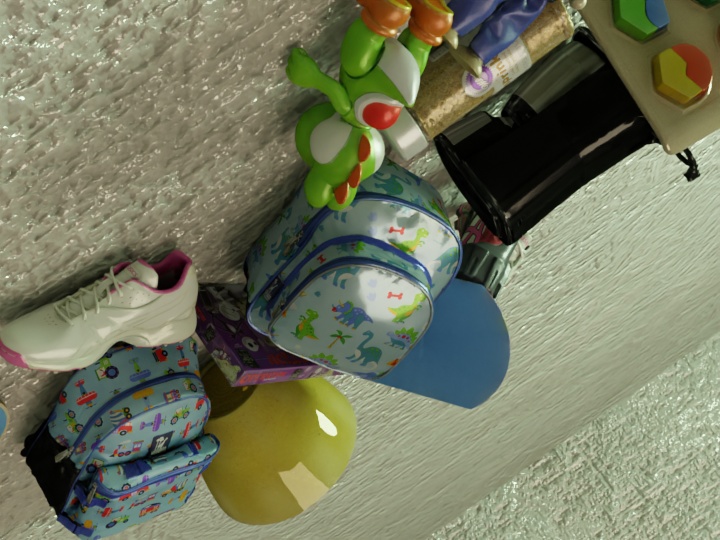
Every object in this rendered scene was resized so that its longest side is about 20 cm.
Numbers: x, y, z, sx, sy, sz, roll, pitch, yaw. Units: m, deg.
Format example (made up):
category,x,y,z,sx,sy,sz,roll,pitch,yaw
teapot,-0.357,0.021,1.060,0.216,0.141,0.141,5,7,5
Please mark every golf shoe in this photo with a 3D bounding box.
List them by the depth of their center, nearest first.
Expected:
category,x,y,z,sx,sy,sz,roll,pitch,yaw
golf shoe,-0.233,0.031,0.974,0.199,0.075,0.092,-16,135,-43
golf shoe,0.150,-0.021,1.247,0.092,0.201,0.073,-19,128,32

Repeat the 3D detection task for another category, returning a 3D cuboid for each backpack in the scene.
category,x,y,z,sx,sy,sz,roll,pitch,yaw
backpack,0.000,0.000,1.067,0.182,0.147,0.200,24,118,-26
backpack,-0.235,0.164,1.126,0.182,0.135,0.200,-11,145,-44

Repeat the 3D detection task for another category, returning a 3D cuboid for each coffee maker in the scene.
category,x,y,z,sx,sy,sz,roll,pitch,yaw
coffee maker,0.203,-0.122,1.107,0.200,0.192,0.135,-38,138,-1

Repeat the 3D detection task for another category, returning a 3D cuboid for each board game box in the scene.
category,x,y,z,sx,sy,sz,roll,pitch,yaw
board game box,-0.094,0.065,1.147,0.032,0.120,0.200,-45,156,25
board game box,0.075,0.063,1.196,0.039,0.199,0.159,-49,148,-56

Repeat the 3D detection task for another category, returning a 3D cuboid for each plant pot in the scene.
category,x,y,z,sx,sy,sz,roll,pitch,yaw
plant pot,-0.123,0.173,1.262,0.200,0.200,0.142,-35,129,-2

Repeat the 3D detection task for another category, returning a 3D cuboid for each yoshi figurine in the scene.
category,x,y,z,sx,sy,sz,roll,pitch,yaw
yoshi figurine,-0.006,-0.152,0.917,0.201,0.112,0.112,-64,176,26

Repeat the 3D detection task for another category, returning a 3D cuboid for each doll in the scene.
category,x,y,z,sx,sy,sz,roll,pitch,yaw
doll,0.146,-0.264,0.921,0.200,0.048,0.136,-45,128,5

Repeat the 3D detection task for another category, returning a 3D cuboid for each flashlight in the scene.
category,x,y,z,sx,sy,sz,roll,pitch,yaw
flashlight,0.156,-0.061,1.205,0.200,0.067,0.068,-58,143,-27

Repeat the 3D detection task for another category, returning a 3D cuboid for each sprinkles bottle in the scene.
category,x,y,z,sx,sy,sz,roll,pitch,yaw
sprinkles bottle,0.100,-0.187,1.001,0.200,0.068,0.068,-37,157,2

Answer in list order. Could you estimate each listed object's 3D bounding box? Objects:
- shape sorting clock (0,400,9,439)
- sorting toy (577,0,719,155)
category,x,y,z,sx,sy,sz,roll,pitch,yaw
shape sorting clock,-0.425,0.180,1.013,0.199,0.039,0.200,-29,156,-14
sorting toy,0.326,-0.239,1.058,0.185,0.201,0.036,-29,178,-15
